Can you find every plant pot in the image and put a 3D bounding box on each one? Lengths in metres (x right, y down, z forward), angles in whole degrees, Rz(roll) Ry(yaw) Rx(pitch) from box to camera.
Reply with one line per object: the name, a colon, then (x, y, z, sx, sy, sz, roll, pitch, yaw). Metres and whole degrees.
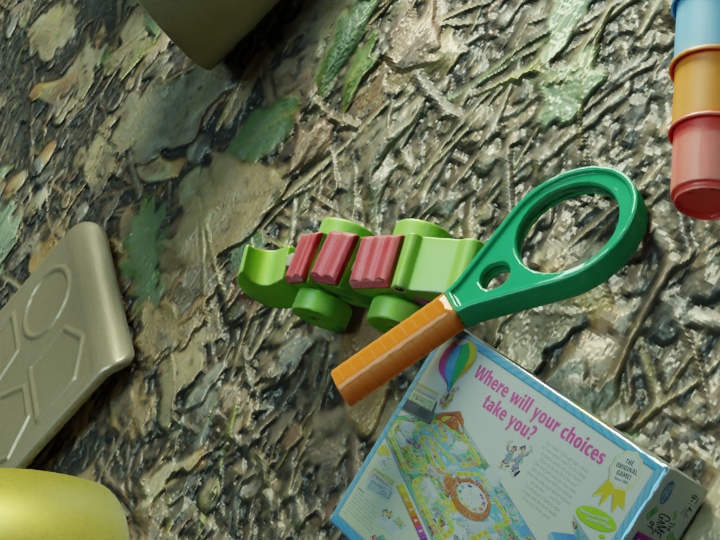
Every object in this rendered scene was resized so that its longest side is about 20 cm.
plant pot: (-0.092, -0.290, 1.250, 0.199, 0.187, 0.188, -34, 40, 10)
plant pot: (-0.276, 0.217, 1.121, 0.199, 0.142, 0.201, -30, 45, 34)

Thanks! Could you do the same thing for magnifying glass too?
magnifying glass: (0.071, 0.011, 0.900, 0.199, 0.022, 0.080, -33, 40, 5)

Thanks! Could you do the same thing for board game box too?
board game box: (0.074, 0.124, 0.848, 0.135, 0.034, 0.200, -58, 35, 2)

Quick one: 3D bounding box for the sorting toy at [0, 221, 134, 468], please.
sorting toy: (-0.261, 0.080, 1.300, 0.200, 0.036, 0.186, -43, 38, 16)

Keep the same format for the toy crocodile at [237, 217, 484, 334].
toy crocodile: (0.000, 0.000, 1.005, 0.199, 0.062, 0.068, 2, 67, 51)

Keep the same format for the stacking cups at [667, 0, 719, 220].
stacking cups: (0.195, -0.122, 0.867, 0.060, 0.060, 0.202, -16, 59, 44)
